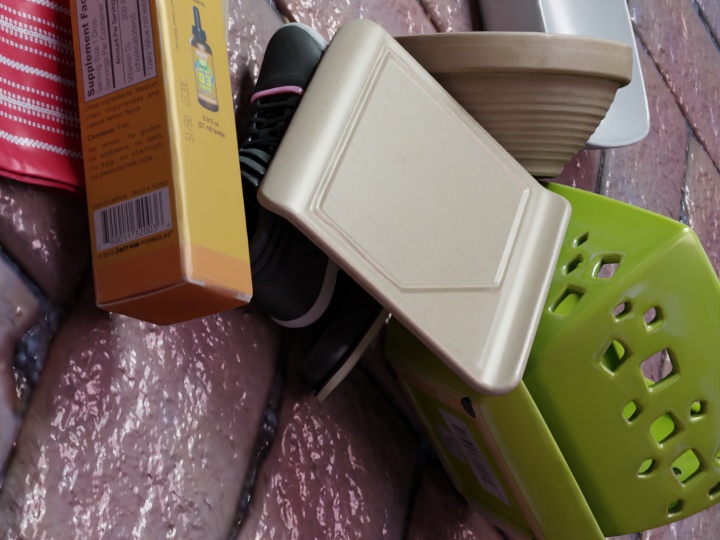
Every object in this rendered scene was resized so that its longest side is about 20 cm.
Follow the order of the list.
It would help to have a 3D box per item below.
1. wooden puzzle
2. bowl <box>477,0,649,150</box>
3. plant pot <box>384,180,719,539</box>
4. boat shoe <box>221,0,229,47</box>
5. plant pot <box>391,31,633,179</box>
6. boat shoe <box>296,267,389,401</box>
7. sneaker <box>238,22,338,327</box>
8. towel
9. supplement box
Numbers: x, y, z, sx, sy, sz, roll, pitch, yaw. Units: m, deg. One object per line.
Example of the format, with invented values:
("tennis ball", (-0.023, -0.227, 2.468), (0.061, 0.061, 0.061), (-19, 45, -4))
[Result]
("wooden puzzle", (0.036, -0.040, 1.091), (0.200, 0.037, 0.186), (39, 45, -16))
("bowl", (0.169, -0.195, 1.496), (0.199, 0.074, 0.202), (-8, 84, -59))
("plant pot", (0.142, 0.078, 1.195), (0.181, 0.199, 0.201), (-35, 114, -15))
("boat shoe", (-0.102, -0.199, 1.056), (0.064, 0.071, 0.202), (15, 64, -55))
("plant pot", (0.093, -0.112, 1.230), (0.200, 0.199, 0.094), (-2, 92, -58))
("boat shoe", (-0.001, 0.001, 1.151), (0.063, 0.074, 0.202), (34, 50, -9))
("sneaker", (-0.056, -0.074, 1.078), (0.099, 0.070, 0.202), (30, 57, -56))
("towel", (-0.173, -0.136, 0.963), (0.144, 0.022, 0.202), (19, 62, -56))
("supplement box", (-0.111, -0.077, 0.957), (0.066, 0.068, 0.202), (21, 60, -58))
